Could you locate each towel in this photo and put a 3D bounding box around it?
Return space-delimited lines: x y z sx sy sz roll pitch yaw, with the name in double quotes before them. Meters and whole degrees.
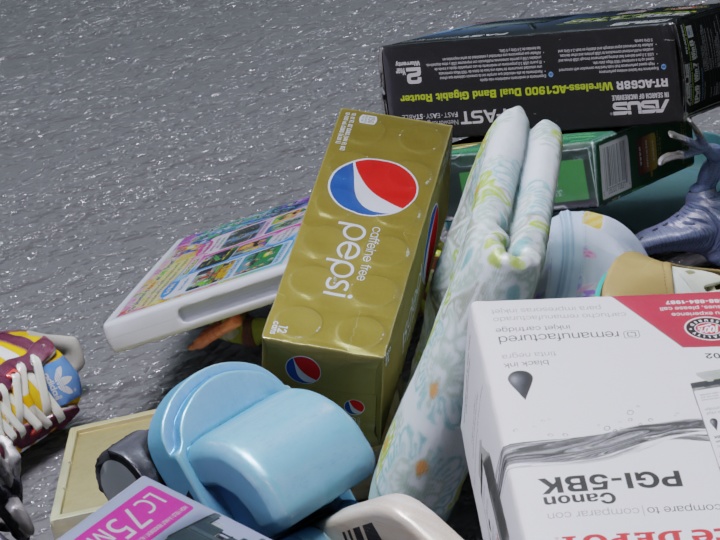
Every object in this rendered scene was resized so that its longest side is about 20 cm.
"towel" 0.056 0.023 1.454 0.048 0.172 0.200 17 27 -1

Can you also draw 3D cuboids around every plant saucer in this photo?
"plant saucer" 0.153 -0.042 1.791 0.199 0.028 0.200 -13 20 5

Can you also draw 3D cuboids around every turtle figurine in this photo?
"turtle figurine" 0.006 0.019 1.679 0.199 0.065 0.161 -17 11 19

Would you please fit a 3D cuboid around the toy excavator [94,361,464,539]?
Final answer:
"toy excavator" -0.016 0.123 1.350 0.100 0.195 0.200 -29 -3 -35

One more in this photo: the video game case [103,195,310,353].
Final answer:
"video game case" -0.049 -0.012 1.694 0.181 0.024 0.200 -18 12 14

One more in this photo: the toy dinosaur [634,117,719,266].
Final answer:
"toy dinosaur" 0.234 -0.020 1.669 0.181 0.106 0.200 -24 -19 10

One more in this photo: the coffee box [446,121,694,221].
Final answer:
"coffee box" 0.122 -0.067 1.713 0.122 0.044 0.200 -5 8 23

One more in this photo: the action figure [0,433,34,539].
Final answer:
"action figure" -0.219 0.141 1.463 0.119 0.102 0.200 -34 28 -18

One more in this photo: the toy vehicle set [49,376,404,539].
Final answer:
"toy vehicle set" -0.071 0.104 1.561 0.199 0.027 0.124 -12 21 5

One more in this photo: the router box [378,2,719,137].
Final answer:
"router box" 0.130 -0.124 1.717 0.199 0.063 0.150 -3 9 26

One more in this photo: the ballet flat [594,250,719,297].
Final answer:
"ballet flat" 0.167 0.019 1.424 0.063 0.069 0.200 -13 -1 16

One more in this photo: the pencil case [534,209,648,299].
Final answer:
"pencil case" 0.117 0.039 1.515 0.083 0.091 0.200 -27 16 17

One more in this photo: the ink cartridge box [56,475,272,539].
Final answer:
"ink cartridge box" -0.056 0.170 1.267 0.199 0.042 0.119 26 35 23

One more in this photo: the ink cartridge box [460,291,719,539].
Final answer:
"ink cartridge box" 0.130 0.100 1.255 0.146 0.083 0.201 -3 35 -6

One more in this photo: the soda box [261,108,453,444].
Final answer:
"soda box" 0.000 0.000 1.505 0.067 0.064 0.201 9 42 7

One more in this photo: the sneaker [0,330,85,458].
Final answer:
"sneaker" -0.213 0.077 1.645 0.089 0.075 0.200 -16 16 5
